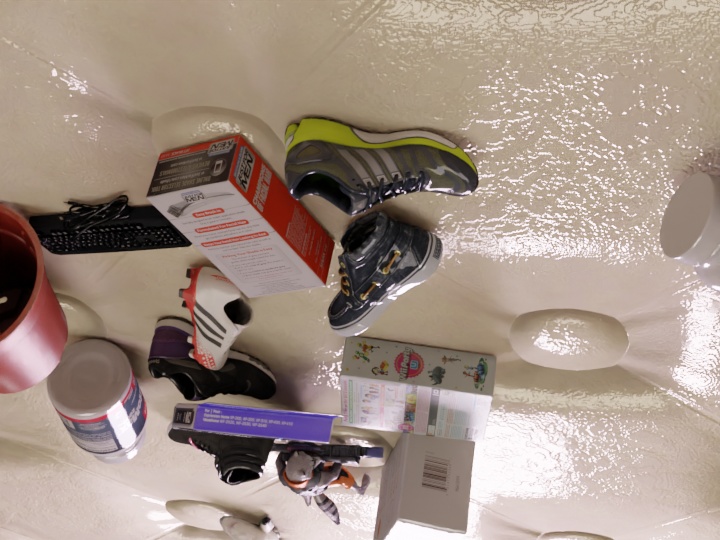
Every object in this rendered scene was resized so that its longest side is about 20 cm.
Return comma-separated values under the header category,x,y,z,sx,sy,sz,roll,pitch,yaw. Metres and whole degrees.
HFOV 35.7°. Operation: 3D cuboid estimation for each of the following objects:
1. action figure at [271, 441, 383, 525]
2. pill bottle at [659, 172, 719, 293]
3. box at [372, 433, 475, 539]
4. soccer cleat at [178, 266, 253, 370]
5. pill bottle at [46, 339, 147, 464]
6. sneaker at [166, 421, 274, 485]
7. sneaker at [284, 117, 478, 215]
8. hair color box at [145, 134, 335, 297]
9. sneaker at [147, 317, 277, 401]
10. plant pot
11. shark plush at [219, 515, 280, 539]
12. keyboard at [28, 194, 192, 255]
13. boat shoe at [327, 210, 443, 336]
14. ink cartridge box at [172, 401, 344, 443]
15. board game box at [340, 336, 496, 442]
category,x,y,z,sx,sy,sz,roll,pitch,yaw
action figure,-0.050,0.324,1.738,0.197,0.106,0.193,-3,155,24
pill bottle,0.392,-0.019,1.066,0.198,0.113,0.112,20,147,-14
box,0.092,0.342,1.673,0.105,0.154,0.201,12,148,-5
soccer cleat,-0.174,0.068,1.409,0.084,0.069,0.201,10,143,9
pill bottle,-0.371,0.198,1.616,0.118,0.121,0.201,7,148,6
sneaker,-0.222,0.275,1.710,0.197,0.100,0.071,-5,147,25
sneaker,0.017,-0.090,1.095,0.197,0.082,0.074,6,148,6
hair color box,-0.125,-0.053,1.210,0.110,0.065,0.200,-8,145,29
sneaker,-0.205,0.148,1.520,0.199,0.088,0.075,31,142,-28
plant pot,-0.453,0.048,1.359,0.198,0.203,0.196,7,156,6
shark plush,-0.191,0.502,2.121,0.082,0.092,0.200,17,174,27
keyboard,-0.304,-0.040,1.304,0.197,0.040,0.104,-5,145,21
boat shoe,0.000,0.000,1.257,0.090,0.071,0.200,27,137,-23
ink cartridge box,-0.145,0.209,1.545,0.195,0.044,0.200,8,170,-19
board game box,0.073,0.160,1.482,0.197,0.065,0.148,7,147,3
